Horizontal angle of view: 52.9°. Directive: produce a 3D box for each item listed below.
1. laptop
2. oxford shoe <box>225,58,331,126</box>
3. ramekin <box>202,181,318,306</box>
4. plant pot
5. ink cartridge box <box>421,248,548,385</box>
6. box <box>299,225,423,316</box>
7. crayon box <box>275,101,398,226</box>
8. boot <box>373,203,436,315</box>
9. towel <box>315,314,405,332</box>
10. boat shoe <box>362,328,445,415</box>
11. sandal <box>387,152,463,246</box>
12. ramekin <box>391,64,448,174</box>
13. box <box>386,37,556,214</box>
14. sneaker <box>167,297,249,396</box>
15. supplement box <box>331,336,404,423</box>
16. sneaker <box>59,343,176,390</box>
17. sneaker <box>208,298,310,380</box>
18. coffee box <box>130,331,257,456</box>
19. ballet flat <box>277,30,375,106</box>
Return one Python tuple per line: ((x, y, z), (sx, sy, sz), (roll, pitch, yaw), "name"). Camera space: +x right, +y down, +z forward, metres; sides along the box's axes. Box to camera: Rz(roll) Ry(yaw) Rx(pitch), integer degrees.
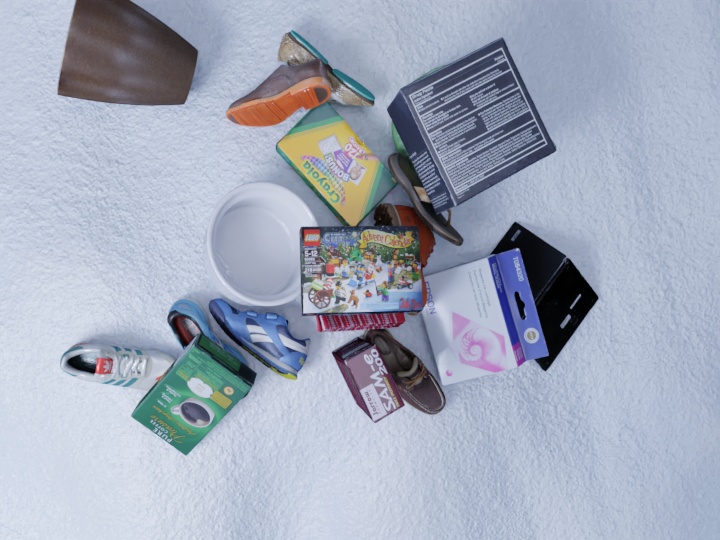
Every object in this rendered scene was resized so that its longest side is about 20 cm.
((0.319, 0.049, 1.351), (0.200, 0.103, 0.178), (43, 83, -31), "laptop")
((-0.144, -0.306, 1.251), (0.195, 0.071, 0.075), (-14, 67, 14), "oxford shoe")
((-0.170, -0.036, 1.213), (0.196, 0.097, 0.206), (5, 78, -24), "ramekin")
((-0.374, -0.351, 1.188), (0.196, 0.186, 0.192), (14, 87, -22), "plant pot")
((0.211, 0.083, 1.280), (0.196, 0.043, 0.201), (-17, 90, 19), "ink cartridge box")
((0.000, 0.000, 1.167), (0.194, 0.038, 0.141), (-1, 82, -10), "box")
((-0.042, -0.185, 1.278), (0.119, 0.058, 0.200), (-44, 95, -7), "crayon box")
((0.098, -0.023, 1.267), (0.105, 0.075, 0.205), (-2, 72, -32), "boot")
((-0.003, 0.028, 1.240), (0.197, 0.022, 0.149), (0, 80, -43), "towel")
((0.081, 0.179, 1.281), (0.072, 0.072, 0.201), (-39, 94, -7), "boat shoe")
((0.121, -0.131, 1.262), (0.054, 0.081, 0.202), (-37, 75, 24), "sandal")
((0.158, -0.264, 1.289), (0.194, 0.098, 0.206), (0, 88, -8), "ramekin")
((0.177, -0.231, 1.178), (0.197, 0.123, 0.202), (-27, 93, -10), "box")
((-0.262, 0.141, 1.218), (0.078, 0.090, 0.201), (-40, 93, 6), "sneaker")
((0.008, 0.177, 1.206), (0.060, 0.200, 0.111), (-27, 93, -8), "supplement box")
((-0.401, 0.163, 1.200), (0.194, 0.093, 0.072), (9, 88, -8), "sneaker")
((-0.173, 0.104, 1.249), (0.198, 0.074, 0.083), (37, 75, -6), "sneaker")
((-0.275, 0.205, 1.189), (0.122, 0.044, 0.200), (37, 115, -14), "coffee box")
((-0.065, -0.340, 1.285), (0.199, 0.071, 0.066), (38, 110, -3), "ballet flat")
